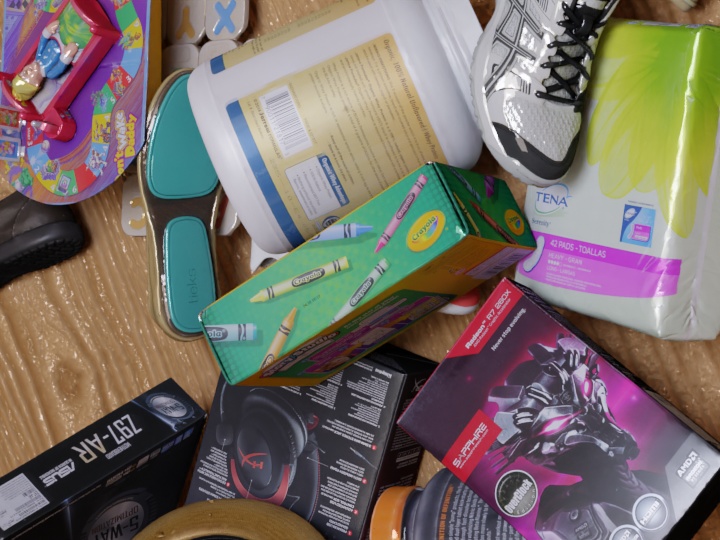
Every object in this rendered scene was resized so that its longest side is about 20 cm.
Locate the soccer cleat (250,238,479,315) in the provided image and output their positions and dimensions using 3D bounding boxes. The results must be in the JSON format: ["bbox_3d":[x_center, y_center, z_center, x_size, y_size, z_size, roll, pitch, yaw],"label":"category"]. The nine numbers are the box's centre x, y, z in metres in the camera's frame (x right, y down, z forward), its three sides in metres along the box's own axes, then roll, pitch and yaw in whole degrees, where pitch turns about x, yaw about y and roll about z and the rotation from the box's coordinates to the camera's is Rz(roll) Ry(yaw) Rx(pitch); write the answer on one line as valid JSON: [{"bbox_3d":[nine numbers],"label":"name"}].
[{"bbox_3d":[0.000,0.000,1.405,0.200,0.069,0.085,27,112,28],"label":"soccer cleat"}]

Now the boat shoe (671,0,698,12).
[{"bbox_3d":[0.157,-0.250,1.306,0.200,0.073,0.063,36,105,21],"label":"boat shoe"}]

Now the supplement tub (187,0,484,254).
[{"bbox_3d":[-0.003,-0.111,1.330,0.199,0.145,0.145,-24,80,4],"label":"supplement tub"}]

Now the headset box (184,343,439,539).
[{"bbox_3d":[-0.039,0.142,1.421,0.148,0.075,0.201,20,101,26],"label":"headset box"}]

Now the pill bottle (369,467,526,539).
[{"bbox_3d":[0.108,0.186,1.329,0.199,0.106,0.107,-1,91,27],"label":"pill bottle"}]

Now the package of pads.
[{"bbox_3d":[0.179,-0.065,1.276,0.154,0.068,0.201,17,100,55],"label":"package of pads"}]

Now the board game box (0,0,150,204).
[{"bbox_3d":[-0.226,-0.150,1.427,0.158,0.039,0.201,-1,84,38],"label":"board game box"}]

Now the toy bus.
[{"bbox_3d":[-0.197,-0.205,1.478,0.078,0.065,0.201,-6,80,37],"label":"toy bus"}]

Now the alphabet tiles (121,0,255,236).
[{"bbox_3d":[-0.137,-0.124,1.474,0.199,0.015,0.196,1,87,37],"label":"alphabet tiles"}]

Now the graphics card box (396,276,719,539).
[{"bbox_3d":[0.132,0.111,1.244,0.200,0.051,0.126,41,98,28],"label":"graphics card box"}]

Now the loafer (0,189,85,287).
[{"bbox_3d":[-0.311,-0.022,1.566,0.199,0.073,0.072,-18,74,22],"label":"loafer"}]

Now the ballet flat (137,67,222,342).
[{"bbox_3d":[-0.138,-0.048,1.427,0.063,0.068,0.201,-175,87,-66],"label":"ballet flat"}]

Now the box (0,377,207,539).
[{"bbox_3d":[-0.213,0.182,1.415,0.044,0.200,0.160,43,137,20],"label":"box"}]

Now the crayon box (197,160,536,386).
[{"bbox_3d":[0.005,0.007,1.290,0.200,0.119,0.058,-32,73,21],"label":"crayon box"}]

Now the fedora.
[{"bbox_3d":[-0.095,0.256,1.356,0.200,0.082,0.201,-12,52,15],"label":"fedora"}]

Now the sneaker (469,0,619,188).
[{"bbox_3d":[0.123,-0.156,1.238,0.088,0.075,0.201,-15,71,56],"label":"sneaker"}]
